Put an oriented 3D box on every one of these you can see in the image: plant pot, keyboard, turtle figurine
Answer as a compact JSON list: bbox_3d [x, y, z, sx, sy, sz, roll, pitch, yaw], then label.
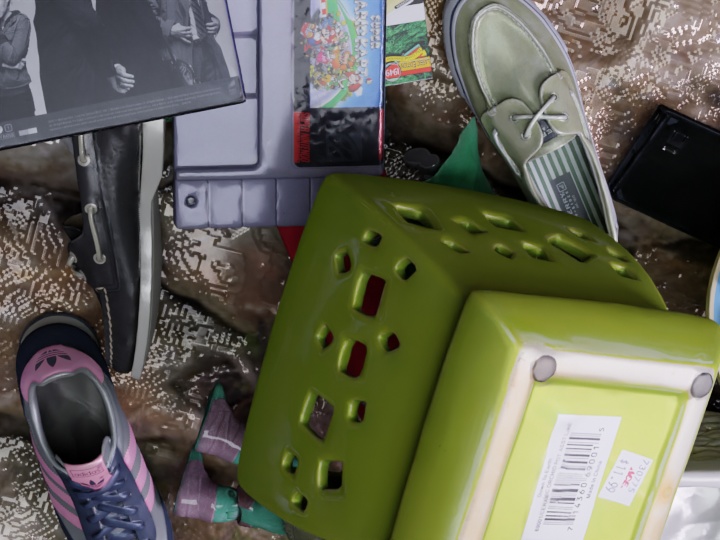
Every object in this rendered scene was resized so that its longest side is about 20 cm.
[{"bbox_3d":[0.073,0.076,0.991,0.198,0.181,0.201,8,107,-33],"label":"plant pot"},{"bbox_3d":[0.267,-0.056,1.158,0.199,0.040,0.104,23,124,-17],"label":"keyboard"},{"bbox_3d":[-0.012,0.144,1.130,0.199,0.101,0.150,18,111,-6],"label":"turtle figurine"}]

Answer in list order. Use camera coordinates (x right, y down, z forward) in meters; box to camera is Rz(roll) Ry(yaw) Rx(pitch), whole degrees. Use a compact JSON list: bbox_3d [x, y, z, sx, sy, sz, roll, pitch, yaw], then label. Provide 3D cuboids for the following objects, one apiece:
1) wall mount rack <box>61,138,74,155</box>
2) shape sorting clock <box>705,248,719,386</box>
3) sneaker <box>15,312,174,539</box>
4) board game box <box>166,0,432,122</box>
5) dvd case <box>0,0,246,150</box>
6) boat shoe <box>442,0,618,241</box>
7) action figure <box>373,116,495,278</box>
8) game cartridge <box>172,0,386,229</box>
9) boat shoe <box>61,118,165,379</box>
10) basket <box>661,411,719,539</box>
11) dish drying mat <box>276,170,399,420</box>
[{"bbox_3d":[-0.257,-0.093,1.042,0.200,0.075,0.174,-36,105,3],"label":"wall mount rack"},{"bbox_3d":[0.310,0.032,1.106,0.199,0.039,0.201,1,82,-6],"label":"shape sorting clock"},{"bbox_3d":[-0.168,0.130,1.113,0.070,0.082,0.201,-21,109,-2],"label":"sneaker"},{"bbox_3d":[-0.059,-0.152,1.079,0.199,0.023,0.105,-11,110,-6],"label":"board game box"},{"bbox_3d":[-0.156,-0.178,0.992,0.150,0.025,0.201,-12,94,-10],"label":"dvd case"},{"bbox_3d":[0.114,-0.090,1.102,0.072,0.062,0.200,-30,109,1],"label":"boat shoe"},{"bbox_3d":[0.068,0.019,1.121,0.118,0.055,0.200,-47,127,-30],"label":"action figure"},{"bbox_3d":[-0.049,-0.124,1.061,0.129,0.038,0.201,-1,108,-4],"label":"game cartridge"},{"bbox_3d":[-0.149,-0.028,1.068,0.060,0.074,0.201,3,119,-5],"label":"boat shoe"},{"bbox_3d":[0.215,0.171,1.163,0.199,0.123,0.136,1,107,-8],"label":"basket"},{"bbox_3d":[0.000,0.000,1.134,0.077,0.018,0.201,-22,109,0],"label":"dish drying mat"}]
